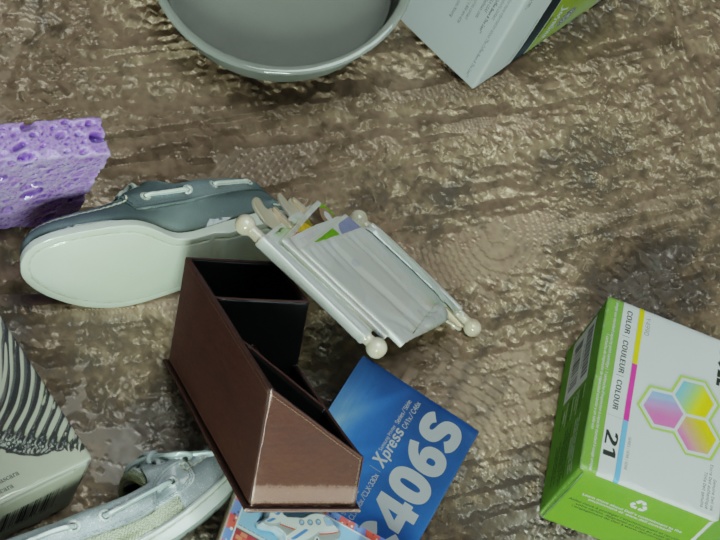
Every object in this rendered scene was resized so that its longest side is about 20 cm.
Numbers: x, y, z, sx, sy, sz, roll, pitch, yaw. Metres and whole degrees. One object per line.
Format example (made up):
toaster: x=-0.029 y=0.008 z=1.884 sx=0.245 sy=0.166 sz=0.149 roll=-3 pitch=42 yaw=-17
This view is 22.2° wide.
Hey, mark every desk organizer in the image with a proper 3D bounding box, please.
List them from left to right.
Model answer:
desk organizer: x=-0.058 y=0.065 z=1.118 sx=0.071 sy=0.077 sz=0.200 roll=3 pitch=22 yaw=-22

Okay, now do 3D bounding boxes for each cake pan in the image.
cake pan: x=-0.059 y=-0.224 z=1.374 sx=0.199 sy=0.037 sz=0.201 roll=2 pitch=65 yaw=-4

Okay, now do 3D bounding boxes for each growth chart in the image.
growth chart: x=0.000 y=0.000 z=1.226 sx=0.145 sy=0.018 sz=0.200 roll=45 pitch=19 yaw=13

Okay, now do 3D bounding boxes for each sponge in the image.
sponge: x=-0.266 y=-0.055 z=1.153 sx=0.199 sy=0.112 sz=0.030 roll=-7 pitch=71 yaw=-26

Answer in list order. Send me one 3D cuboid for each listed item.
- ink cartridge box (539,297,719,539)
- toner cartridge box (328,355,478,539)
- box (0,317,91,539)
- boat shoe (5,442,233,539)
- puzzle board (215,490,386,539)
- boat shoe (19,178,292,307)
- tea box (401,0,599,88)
ink cartridge box: x=0.237 y=0.126 z=1.265 sx=0.199 sy=0.076 sz=0.148 roll=21 pitch=52 yaw=-7
toner cartridge box: x=-0.009 y=0.156 z=1.163 sx=0.095 sy=0.043 sz=0.200 roll=32 pitch=52 yaw=1
box: x=-0.251 y=0.064 z=1.107 sx=0.082 sy=0.068 sz=0.200 roll=-26 pitch=71 yaw=-34
boat shoe: x=-0.146 y=0.148 z=1.089 sx=0.202 sy=0.074 sz=0.065 roll=-33 pitch=87 yaw=-29
puzzle board: x=-0.006 y=0.222 z=1.080 sx=0.200 sy=0.017 sz=0.151 roll=31 pitch=53 yaw=-17
boat shoe: x=-0.138 y=-0.025 z=1.222 sx=0.199 sy=0.073 sz=0.062 roll=-8 pitch=47 yaw=-30
tea box: x=0.137 y=-0.283 z=1.423 sx=0.134 sy=0.200 sz=0.197 roll=46 pitch=52 yaw=12
